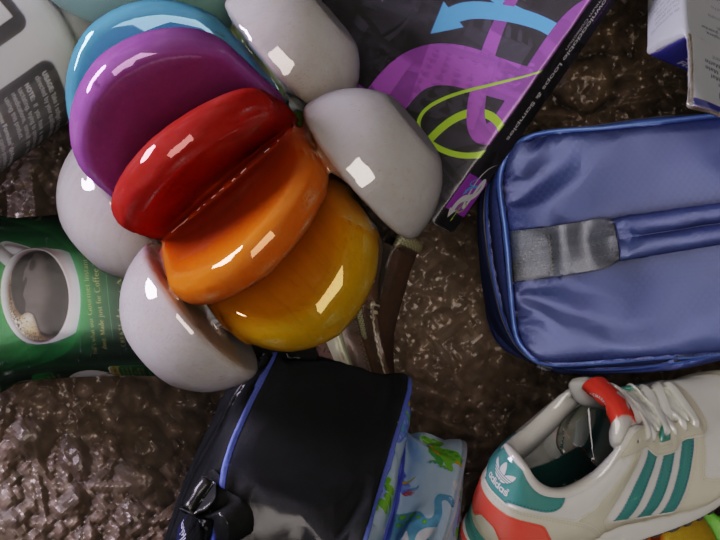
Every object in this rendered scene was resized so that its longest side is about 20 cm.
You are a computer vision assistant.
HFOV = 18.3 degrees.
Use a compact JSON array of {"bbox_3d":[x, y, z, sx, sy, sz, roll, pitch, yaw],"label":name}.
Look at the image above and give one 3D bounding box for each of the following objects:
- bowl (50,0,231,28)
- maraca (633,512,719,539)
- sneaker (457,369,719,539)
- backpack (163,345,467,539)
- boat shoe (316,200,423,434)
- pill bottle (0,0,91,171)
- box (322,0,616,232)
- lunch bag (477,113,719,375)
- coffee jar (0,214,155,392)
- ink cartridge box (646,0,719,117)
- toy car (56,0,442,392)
[{"bbox_3d":[-0.095,-0.228,1.138,0.200,0.105,0.201,3,77,-14],"label":"bowl"},{"bbox_3d":[0.150,0.174,1.229,0.199,0.107,0.138,10,90,-4],"label":"maraca"},{"bbox_3d":[0.141,0.089,1.161,0.199,0.094,0.070,-23,54,-28],"label":"sneaker"},{"bbox_3d":[-0.033,0.162,1.154,0.147,0.183,0.200,21,122,-3],"label":"backpack"},{"bbox_3d":[0.000,0.000,1.232,0.075,0.075,0.203,-20,92,1],"label":"boat shoe"},{"bbox_3d":[-0.215,-0.102,1.185,0.200,0.111,0.111,-38,93,-21],"label":"pill bottle"},{"bbox_3d":[0.047,-0.142,1.166,0.143,0.036,0.200,37,95,21],"label":"box"},{"bbox_3d":[0.164,-0.015,1.210,0.199,0.132,0.136,-7,92,-1],"label":"lunch bag"},{"bbox_3d":[-0.154,0.013,1.221,0.199,0.085,0.105,-4,88,-3],"label":"coffee jar"},{"bbox_3d":[0.239,-0.121,1.176,0.199,0.041,0.200,21,52,-21],"label":"ink cartridge box"},{"bbox_3d":[-0.075,-0.055,1.086,0.175,0.150,0.200,-42,52,10],"label":"toy car"}]
